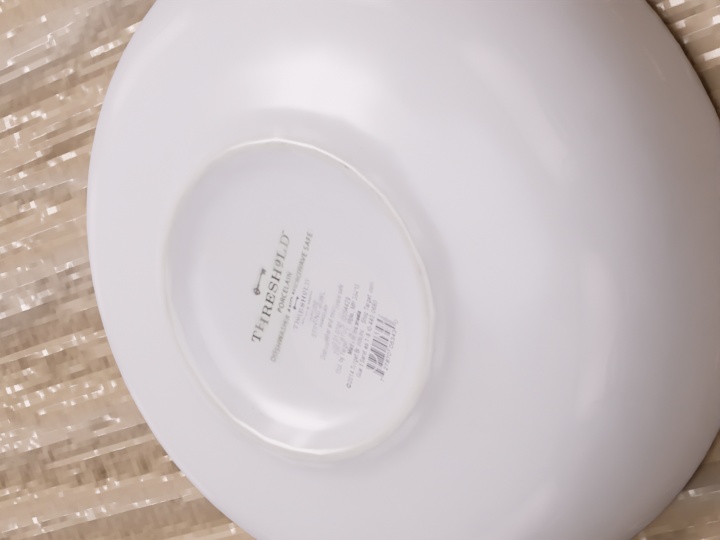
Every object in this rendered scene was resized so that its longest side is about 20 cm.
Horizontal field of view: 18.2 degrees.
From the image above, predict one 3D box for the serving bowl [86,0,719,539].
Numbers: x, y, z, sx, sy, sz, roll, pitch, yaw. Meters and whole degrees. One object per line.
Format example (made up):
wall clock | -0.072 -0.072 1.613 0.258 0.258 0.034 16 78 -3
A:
serving bowl | 0.000 0.000 0.599 0.199 0.066 0.202 11 111 30
